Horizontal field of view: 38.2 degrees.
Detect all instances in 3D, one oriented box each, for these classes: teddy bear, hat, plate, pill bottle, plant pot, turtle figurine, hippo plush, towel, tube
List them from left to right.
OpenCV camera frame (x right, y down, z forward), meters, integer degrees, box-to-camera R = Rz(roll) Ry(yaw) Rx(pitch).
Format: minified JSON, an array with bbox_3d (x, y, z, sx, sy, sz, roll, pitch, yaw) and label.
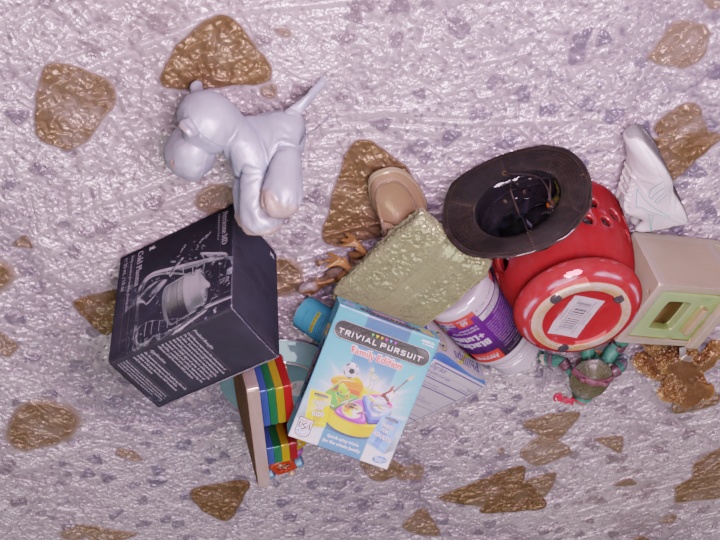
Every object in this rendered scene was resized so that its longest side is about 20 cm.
[{"bbox_3d":[-0.152,-0.143,1.260,0.160,0.160,0.200,19,131,-25],"label":"hippo plush"},{"bbox_3d":[-0.131,0.186,1.693,0.199,0.026,0.201,-3,135,-3],"label":"plate"},{"bbox_3d":[-0.007,0.108,1.513,0.050,0.199,0.078,-4,121,-64],"label":"tube"},{"bbox_3d":[0.068,0.010,1.428,0.148,0.037,0.200,34,124,-20],"label":"towel"},{"bbox_3d":[0.185,0.072,1.555,0.111,0.112,0.200,-29,132,21],"label":"pill bottle"},{"bbox_3d":[0.211,-0.071,1.364,0.199,0.201,0.081,-17,140,11],"label":"hat"},{"bbox_3d":[0.291,0.001,1.450,0.199,0.183,0.201,-5,137,-5],"label":"plant pot"},{"bbox_3d":[0.373,0.149,1.674,0.149,0.101,0.201,6,129,-13],"label":"turtle figurine"},{"bbox_3d":[0.519,0.138,1.710,0.145,0.067,0.200,-39,122,17],"label":"teddy bear"}]

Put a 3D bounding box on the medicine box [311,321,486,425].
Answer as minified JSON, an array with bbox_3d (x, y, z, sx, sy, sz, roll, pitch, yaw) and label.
[{"bbox_3d":[0.061,0.157,1.599,0.199,0.103,0.182,-29,149,20],"label":"medicine box"}]

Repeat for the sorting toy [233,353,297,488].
[{"bbox_3d":[-0.145,0.179,1.546,0.069,0.199,0.201,-11,127,-11],"label":"sorting toy"}]

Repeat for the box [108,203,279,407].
[{"bbox_3d":[-0.223,0.048,1.415,0.196,0.201,0.124,-23,133,15],"label":"box"}]

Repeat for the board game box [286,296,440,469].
[{"bbox_3d":[0.003,0.157,1.442,0.150,0.047,0.201,20,100,-10],"label":"board game box"}]

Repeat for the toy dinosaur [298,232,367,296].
[{"bbox_3d":[0.000,0.000,1.497,0.199,0.061,0.106,-1,145,25],"label":"toy dinosaur"}]

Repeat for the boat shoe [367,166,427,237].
[{"bbox_3d":[0.065,-0.060,1.439,0.071,0.065,0.200,-18,135,11],"label":"boat shoe"}]

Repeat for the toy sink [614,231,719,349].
[{"bbox_3d":[0.471,0.034,1.536,0.199,0.112,0.131,5,136,-23],"label":"toy sink"}]

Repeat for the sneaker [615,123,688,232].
[{"bbox_3d":[0.387,-0.116,1.419,0.080,0.071,0.200,-22,134,17],"label":"sneaker"}]

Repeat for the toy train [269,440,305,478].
[{"bbox_3d":[-0.090,0.291,1.790,0.199,0.056,0.150,-24,152,8],"label":"toy train"}]
